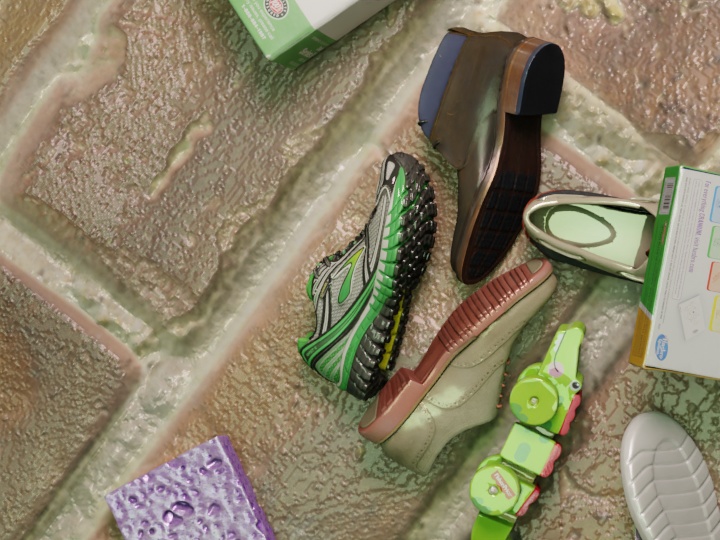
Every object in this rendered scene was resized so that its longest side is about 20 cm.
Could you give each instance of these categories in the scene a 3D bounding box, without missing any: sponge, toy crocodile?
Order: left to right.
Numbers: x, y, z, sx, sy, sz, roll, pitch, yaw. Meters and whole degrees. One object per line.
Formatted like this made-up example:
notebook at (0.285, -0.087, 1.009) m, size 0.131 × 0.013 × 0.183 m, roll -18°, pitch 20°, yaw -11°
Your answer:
sponge at (-0.116, 0.247, 1.522) m, size 0.112 × 0.030 × 0.200 m, roll -27°, pitch 83°, yaw 10°
toy crocodile at (0.133, 0.133, 1.454) m, size 0.062 × 0.068 × 0.200 m, roll 24°, pitch 96°, yaw 6°

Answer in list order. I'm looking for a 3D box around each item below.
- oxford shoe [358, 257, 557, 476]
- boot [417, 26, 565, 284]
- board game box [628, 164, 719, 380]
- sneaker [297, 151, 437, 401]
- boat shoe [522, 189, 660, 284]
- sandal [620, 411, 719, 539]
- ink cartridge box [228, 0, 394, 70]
oxford shoe at (0.090, 0.075, 1.473) m, size 0.074 × 0.071 × 0.200 m, roll 42°, pitch 101°, yaw -11°
boot at (0.089, -0.095, 1.482) m, size 0.097 × 0.075 × 0.200 m, roll 26°, pitch 104°, yaw 36°
board game box at (0.313, 0.015, 1.398) m, size 0.200 × 0.040 × 0.153 m, roll 11°, pitch 91°, yaw -7°
sneaker at (0.000, 0.000, 1.465) m, size 0.085 × 0.078 × 0.200 m, roll 24°, pitch 109°, yaw 16°
boat shoe at (0.222, -0.024, 1.441) m, size 0.200 × 0.063 × 0.071 m, roll 12°, pitch 89°, yaw 11°
sandal at (0.240, 0.208, 1.434) m, size 0.050 × 0.082 × 0.203 m, roll -27°, pitch 83°, yaw 53°
ink cartridge box at (-0.020, -0.275, 1.487) m, size 0.200 × 0.088 × 0.145 m, roll -34°, pitch 82°, yaw 11°
